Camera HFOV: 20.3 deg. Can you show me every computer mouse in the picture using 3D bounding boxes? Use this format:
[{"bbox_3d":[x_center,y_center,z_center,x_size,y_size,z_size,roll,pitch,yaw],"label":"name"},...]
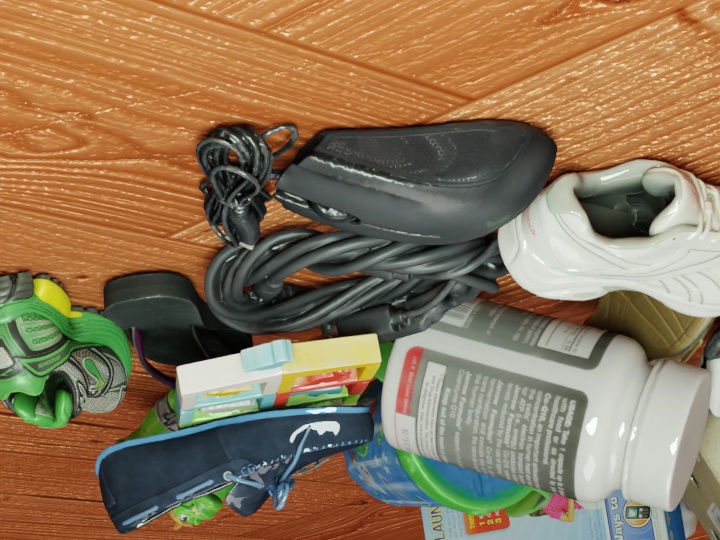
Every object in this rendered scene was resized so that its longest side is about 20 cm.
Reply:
[{"bbox_3d":[0.012,-0.039,1.098,0.199,0.053,0.139,-5,162,-5],"label":"computer mouse"}]

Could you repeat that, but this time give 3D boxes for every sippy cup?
[{"bbox_3d":[0.054,0.119,1.496,0.139,0.179,0.130,-24,180,-34],"label":"sippy cup"}]

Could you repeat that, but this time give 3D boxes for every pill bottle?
[{"bbox_3d":[0.124,0.089,1.335,0.199,0.115,0.114,15,169,19],"label":"pill bottle"}]

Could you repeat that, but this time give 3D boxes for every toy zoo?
[{"bbox_3d":[-0.057,0.074,1.329,0.130,0.021,0.200,-9,168,-8],"label":"toy zoo"}]

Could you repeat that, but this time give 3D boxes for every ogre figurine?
[{"bbox_3d":[-0.115,0.137,1.570,0.120,0.098,0.200,-32,170,19],"label":"ogre figurine"}]

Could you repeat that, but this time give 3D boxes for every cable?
[{"bbox_3d":[0.000,0.000,1.247,0.199,0.051,0.163,-16,156,41],"label":"cable"}]

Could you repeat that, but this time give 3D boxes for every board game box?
[{"bbox_3d":[0.145,0.168,1.568,0.195,0.201,0.056,-13,167,22],"label":"board game box"}]

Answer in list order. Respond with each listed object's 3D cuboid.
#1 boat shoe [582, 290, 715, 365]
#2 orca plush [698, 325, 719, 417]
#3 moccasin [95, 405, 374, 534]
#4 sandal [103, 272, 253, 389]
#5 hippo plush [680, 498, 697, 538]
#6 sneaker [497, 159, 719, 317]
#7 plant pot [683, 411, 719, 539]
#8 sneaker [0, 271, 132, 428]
[{"bbox_3d":[0.206,0.028,1.377,0.069,0.074,0.200,-24,165,-29],"label":"boat shoe"},{"bbox_3d":[0.268,0.009,1.327,0.105,0.071,0.201,-12,144,-15],"label":"orca plush"},{"bbox_3d":[-0.082,0.138,1.387,0.199,0.069,0.080,-14,168,17],"label":"moccasin"},{"bbox_3d":[-0.124,0.050,1.347,0.075,0.048,0.200,-10,163,11],"label":"sandal"},{"bbox_3d":[0.196,0.143,1.676,0.199,0.160,0.161,-15,136,-22],"label":"hippo plush"},{"bbox_3d":[0.188,-0.024,1.180,0.199,0.078,0.099,-2,158,-19],"label":"sneaker"},{"bbox_3d":[0.338,0.144,1.468,0.176,0.201,0.200,-29,164,-7],"label":"plant pot"},{"bbox_3d":[-0.205,0.067,1.312,0.078,0.086,0.200,-10,163,13],"label":"sneaker"}]
